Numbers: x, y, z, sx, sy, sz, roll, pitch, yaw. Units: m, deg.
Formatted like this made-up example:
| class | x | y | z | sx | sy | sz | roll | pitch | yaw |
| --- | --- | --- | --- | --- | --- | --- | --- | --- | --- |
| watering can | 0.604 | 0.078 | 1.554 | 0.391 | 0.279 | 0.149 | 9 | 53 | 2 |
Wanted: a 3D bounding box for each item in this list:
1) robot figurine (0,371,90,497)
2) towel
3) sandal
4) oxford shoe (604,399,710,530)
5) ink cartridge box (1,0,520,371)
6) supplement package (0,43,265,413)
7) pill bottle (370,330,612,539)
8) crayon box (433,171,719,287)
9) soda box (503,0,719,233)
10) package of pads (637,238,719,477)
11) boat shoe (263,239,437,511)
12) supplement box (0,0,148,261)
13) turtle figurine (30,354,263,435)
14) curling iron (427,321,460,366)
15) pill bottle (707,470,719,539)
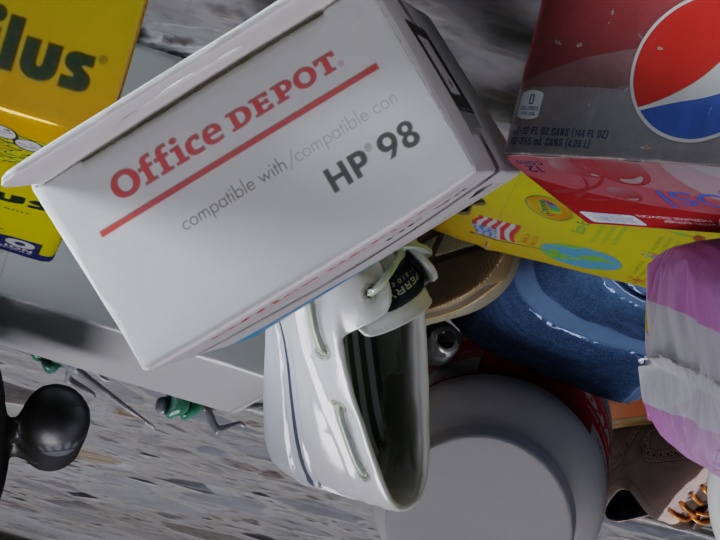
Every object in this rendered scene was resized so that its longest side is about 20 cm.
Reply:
| class | x | y | z | sx | sy | sz | roll | pitch | yaw |
| --- | --- | --- | --- | --- | --- | --- | --- | --- | --- |
| robot figurine | -0.196 | 0.060 | 0.979 | 0.150 | 0.125 | 0.200 | 38 | 165 | 4 |
| towel | 0.115 | 0.014 | 1.120 | 0.111 | 0.049 | 0.200 | 19 | 166 | -15 |
| sandal | 0.003 | -0.001 | 1.133 | 0.054 | 0.081 | 0.200 | 15 | 165 | -43 |
| oxford shoe | 0.192 | 0.103 | 1.348 | 0.071 | 0.073 | 0.200 | 20 | 165 | -21 |
| ink cartridge box | -0.023 | -0.028 | 0.775 | 0.116 | 0.067 | 0.200 | -31 | 177 | 8 |
| supplement package | -0.119 | -0.028 | 1.046 | 0.199 | 0.117 | 0.117 | 18 | 166 | -11 |
| pill bottle | 0.064 | 0.096 | 1.231 | 0.112 | 0.113 | 0.200 | 13 | -168 | 4 |
| crayon box | 0.121 | -0.028 | 0.933 | 0.199 | 0.051 | 0.127 | 14 | 167 | -1 |
| soda box | 0.147 | -0.049 | 0.774 | 0.199 | 0.070 | 0.063 | 6 | 163 | 35 |
| package of pads | 0.198 | 0.024 | 0.805 | 0.199 | 0.076 | 0.120 | -7 | -164 | -14 |
| boat shoe | 0.000 | 0.000 | 0.955 | 0.067 | 0.073 | 0.201 | 22 | 134 | 36 |
| supplement box | -0.130 | -0.084 | 0.840 | 0.108 | 0.110 | 0.200 | 16 | 166 | -8 |
| turtle figurine | -0.136 | 0.020 | 1.292 | 0.199 | 0.101 | 0.150 | 15 | 173 | -26 |
| curling iron | 0.027 | 0.028 | 1.197 | 0.050 | 0.026 | 0.200 | 42 | 180 | -6 |
| pill bottle | 0.213 | 0.080 | 1.072 | 0.112 | 0.113 | 0.200 | 11 | -173 | 16 |
